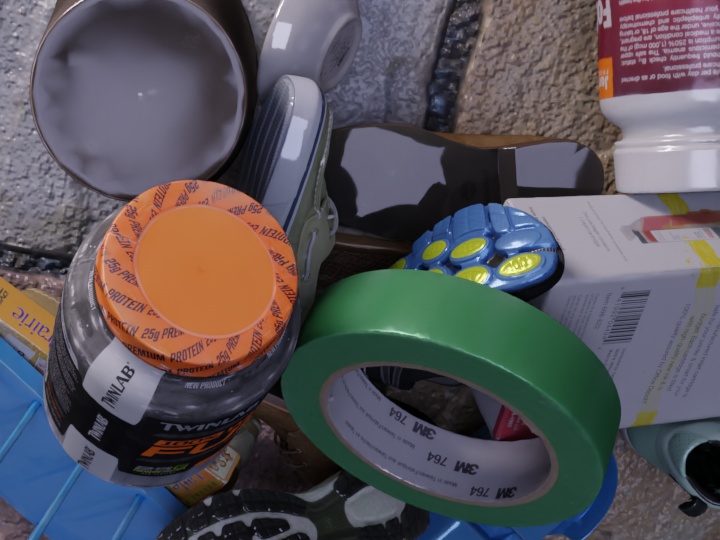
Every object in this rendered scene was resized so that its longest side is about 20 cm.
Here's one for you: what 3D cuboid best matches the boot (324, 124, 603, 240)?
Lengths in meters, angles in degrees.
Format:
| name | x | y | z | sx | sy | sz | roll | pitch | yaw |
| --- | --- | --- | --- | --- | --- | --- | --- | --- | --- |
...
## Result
| name | x | y | z | sx | sy | sz | roll | pitch | yaw |
| --- | --- | --- | --- | --- | --- | --- | --- | --- | --- |
| boot | 0.054 | -0.063 | 0.834 | 0.199 | 0.075 | 0.074 | 1 | 104 | -6 |

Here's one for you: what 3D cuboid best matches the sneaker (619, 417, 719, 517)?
| name | x | y | z | sx | sy | sz | roll | pitch | yaw |
| --- | --- | --- | --- | --- | --- | --- | --- | --- | --- |
| sneaker | 0.289 | 0.159 | 0.897 | 0.200 | 0.118 | 0.074 | 25 | 98 | -13 |

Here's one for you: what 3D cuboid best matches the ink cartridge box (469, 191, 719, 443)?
| name | x | y | z | sx | sy | sz | roll | pitch | yaw |
| --- | --- | --- | --- | --- | --- | --- | --- | --- | --- |
| ink cartridge box | 0.181 | 0.028 | 0.825 | 0.199 | 0.084 | 0.146 | -3 | 131 | -19 |

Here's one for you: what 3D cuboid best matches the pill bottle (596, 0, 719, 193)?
| name | x | y | z | sx | sy | sz | roll | pitch | yaw |
| --- | --- | --- | --- | --- | --- | --- | --- | --- | --- |
| pill bottle | 0.209 | -0.152 | 0.800 | 0.114 | 0.114 | 0.201 | -3 | 95 | -6 |

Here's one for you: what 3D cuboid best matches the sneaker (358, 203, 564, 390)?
| name | x | y | z | sx | sy | sz | roll | pitch | yaw |
| --- | --- | --- | --- | --- | --- | --- | --- | --- | --- |
| sneaker | 0.060 | 0.023 | 0.770 | 0.083 | 0.071 | 0.200 | 30 | 143 | -19 |

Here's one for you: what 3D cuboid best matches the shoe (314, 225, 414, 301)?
| name | x | y | z | sx | sy | sz | roll | pitch | yaw |
| --- | --- | --- | --- | --- | --- | --- | --- | --- | --- |
| shoe | 0.000 | 0.000 | 0.856 | 0.199 | 0.053 | 0.070 | 18 | 109 | -12 |

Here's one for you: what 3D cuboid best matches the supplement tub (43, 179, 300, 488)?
| name | x | y | z | sx | sy | sz | roll | pitch | yaw |
| --- | --- | --- | --- | --- | --- | --- | --- | --- | --- |
| supplement tub | -0.104 | 0.038 | 0.676 | 0.122 | 0.200 | 0.123 | 7 | 66 | -15 |

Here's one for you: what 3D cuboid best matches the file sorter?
| name | x | y | z | sx | sy | sz | roll | pitch | yaw |
| --- | --- | --- | --- | --- | --- | --- | --- | --- | --- |
| file sorter | -0.228 | 0.161 | 0.791 | 0.139 | 0.123 | 0.200 | -22 | 120 | 42 |

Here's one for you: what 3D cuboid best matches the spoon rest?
| name | x | y | z | sx | sy | sz | roll | pitch | yaw |
| --- | --- | --- | --- | --- | --- | --- | --- | --- | --- |
| spoon rest | -0.012 | -0.189 | 0.799 | 0.061 | 0.099 | 0.200 | 30 | 85 | 15 |

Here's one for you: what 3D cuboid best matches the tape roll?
| name | x | y | z | sx | sy | sz | roll | pitch | yaw |
| --- | --- | --- | --- | --- | --- | --- | --- | --- | --- |
| tape roll | 0.052 | 0.081 | 0.748 | 0.200 | 0.200 | 0.048 | 35 | 55 | -13 |

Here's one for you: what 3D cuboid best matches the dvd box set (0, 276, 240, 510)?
| name | x | y | z | sx | sy | sz | roll | pitch | yaw |
| --- | --- | --- | --- | --- | --- | --- | --- | --- | --- |
| dvd box set | -0.194 | 0.096 | 0.822 | 0.200 | 0.029 | 0.146 | 38 | 138 | -12 |

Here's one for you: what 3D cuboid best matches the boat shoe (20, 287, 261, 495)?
| name | x | y | z | sx | sy | sz | roll | pitch | yaw |
| --- | --- | --- | --- | --- | --- | --- | --- | --- | --- |
| boat shoe | -0.157 | 0.073 | 0.855 | 0.200 | 0.063 | 0.073 | 37 | 139 | -10 |

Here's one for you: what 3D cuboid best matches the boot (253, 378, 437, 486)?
| name | x | y | z | sx | sy | sz | roll | pitch | yaw |
| --- | --- | --- | --- | --- | --- | --- | --- | --- | --- |
| boot | -0.040 | 0.110 | 0.862 | 0.200 | 0.074 | 0.076 | 27 | 110 | -24 |

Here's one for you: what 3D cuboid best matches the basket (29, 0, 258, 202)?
| name | x | y | z | sx | sy | sz | roll | pitch | yaw |
| --- | --- | --- | --- | --- | --- | --- | --- | --- | --- |
| basket | -0.125 | -0.112 | 0.737 | 0.135 | 0.200 | 0.181 | -8 | 105 | -5 |

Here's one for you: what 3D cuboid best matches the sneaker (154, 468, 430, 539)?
| name | x | y | z | sx | sy | sz | roll | pitch | yaw |
| --- | --- | --- | --- | --- | --- | --- | --- | --- | --- |
| sneaker | -0.051 | 0.183 | 0.821 | 0.199 | 0.089 | 0.077 | -7 | 66 | -33 |

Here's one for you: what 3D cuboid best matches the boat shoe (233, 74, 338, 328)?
| name | x | y | z | sx | sy | sz | roll | pitch | yaw |
| --- | --- | --- | --- | --- | --- | --- | --- | --- | --- |
| boat shoe | -0.047 | -0.027 | 0.782 | 0.062 | 0.072 | 0.201 | 6 | 123 | -20 |

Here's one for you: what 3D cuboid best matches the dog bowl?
| name | x | y | z | sx | sy | sz | roll | pitch | yaw |
| --- | --- | --- | --- | --- | --- | --- | --- | --- | --- |
| dog bowl | 0.091 | 0.177 | 0.901 | 0.200 | 0.050 | 0.112 | -41 | 120 | 4 |
